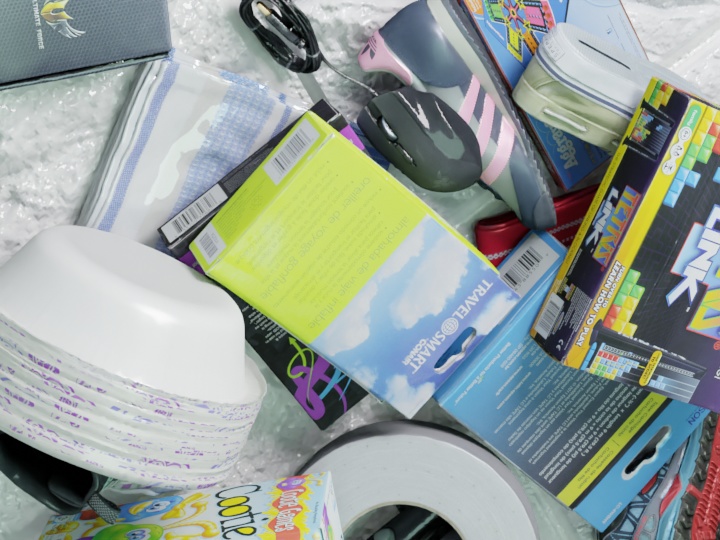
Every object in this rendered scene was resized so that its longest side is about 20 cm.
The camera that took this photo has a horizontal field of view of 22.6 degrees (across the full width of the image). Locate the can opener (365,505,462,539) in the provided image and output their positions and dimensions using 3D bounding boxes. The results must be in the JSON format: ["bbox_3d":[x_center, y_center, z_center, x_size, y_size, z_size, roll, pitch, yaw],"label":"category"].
[{"bbox_3d":[0.008,0.229,1.343,0.200,0.079,0.063,-36,129,3],"label":"can opener"}]

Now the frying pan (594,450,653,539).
[{"bbox_3d":[0.220,0.230,1.462,0.115,0.031,0.190,40,88,-31],"label":"frying pan"}]

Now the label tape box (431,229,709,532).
[{"bbox_3d":[0.154,0.082,1.326,0.143,0.066,0.200,-48,124,3],"label":"label tape box"}]

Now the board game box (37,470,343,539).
[{"bbox_3d":[-0.111,0.213,1.204,0.199,0.105,0.104,-9,104,4],"label":"board game box"}]

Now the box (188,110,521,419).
[{"bbox_3d":[0.000,0.000,1.185,0.122,0.048,0.200,-48,125,6],"label":"box"}]

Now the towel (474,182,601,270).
[{"bbox_3d":[0.161,0.032,1.355,0.144,0.022,0.201,-18,117,-16],"label":"towel"}]

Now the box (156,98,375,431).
[{"bbox_3d":[-0.025,0.000,1.225,0.143,0.036,0.200,-38,124,-2],"label":"box"}]

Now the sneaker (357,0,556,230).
[{"bbox_3d":[0.068,-0.098,1.242,0.082,0.070,0.200,-27,119,8],"label":"sneaker"}]

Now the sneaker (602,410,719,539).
[{"bbox_3d":[0.240,0.152,1.394,0.079,0.095,0.200,54,48,-32],"label":"sneaker"}]

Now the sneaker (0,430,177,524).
[{"bbox_3d":[-0.165,0.127,1.171,0.199,0.140,0.078,17,104,-29],"label":"sneaker"}]

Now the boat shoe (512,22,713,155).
[{"bbox_3d":[0.192,-0.110,1.271,0.199,0.072,0.062,25,124,-29],"label":"boat shoe"}]

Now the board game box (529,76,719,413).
[{"bbox_3d":[0.232,-0.012,1.248,0.165,0.057,0.201,17,105,-28],"label":"board game box"}]

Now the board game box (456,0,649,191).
[{"bbox_3d":[0.140,-0.162,1.266,0.103,0.019,0.200,-37,121,-9],"label":"board game box"}]

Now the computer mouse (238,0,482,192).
[{"bbox_3d":[-0.001,-0.113,1.179,0.200,0.059,0.034,36,51,-14],"label":"computer mouse"}]

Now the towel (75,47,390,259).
[{"bbox_3d":[-0.081,-0.054,1.205,0.199,0.024,0.148,19,102,-30],"label":"towel"}]

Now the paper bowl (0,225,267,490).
[{"bbox_3d":[-0.152,0.044,1.108,0.200,0.201,0.105,20,102,-30],"label":"paper bowl"}]

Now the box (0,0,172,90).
[{"bbox_3d":[-0.202,-0.213,1.067,0.157,0.051,0.201,-13,115,-21],"label":"box"}]

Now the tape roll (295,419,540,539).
[{"bbox_3d":[0.031,0.211,1.286,0.199,0.066,0.202,0,94,5],"label":"tape roll"}]
